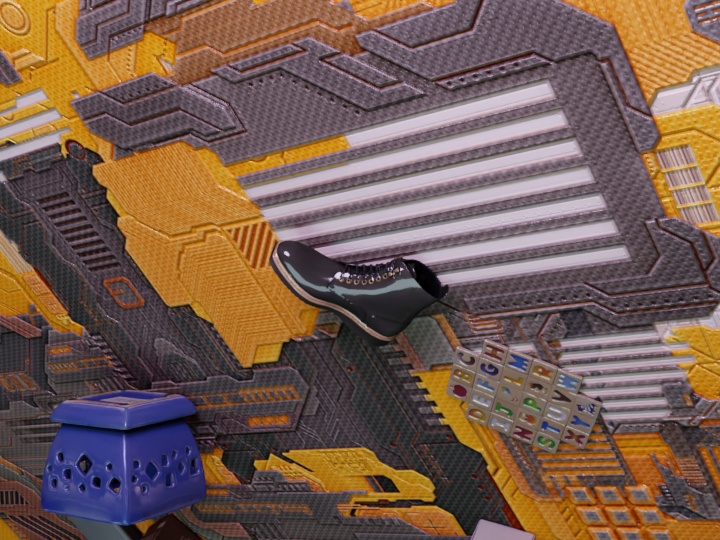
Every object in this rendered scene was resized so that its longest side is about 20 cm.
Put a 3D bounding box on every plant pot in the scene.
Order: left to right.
[{"bbox_3d":[-0.382,0.293,1.756,0.200,0.200,0.180,1,92,32],"label":"plant pot"}]

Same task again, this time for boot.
[{"bbox_3d":[0.000,0.000,1.360,0.200,0.078,0.138,32,136,-20],"label":"boot"}]

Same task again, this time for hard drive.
[{"bbox_3d":[-0.517,0.523,2.204,0.139,0.033,0.200,-8,125,37],"label":"hard drive"}]

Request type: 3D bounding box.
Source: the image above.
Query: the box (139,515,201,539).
[{"bbox_3d":[-0.333,0.573,2.110,0.200,0.075,0.100,44,138,-10],"label":"box"}]

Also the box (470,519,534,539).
[{"bbox_3d":[0.218,0.484,1.677,0.095,0.078,0.200,13,135,21],"label":"box"}]

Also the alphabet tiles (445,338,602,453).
[{"bbox_3d":[0.212,0.169,1.431,0.200,0.006,0.167,21,138,13],"label":"alphabet tiles"}]
